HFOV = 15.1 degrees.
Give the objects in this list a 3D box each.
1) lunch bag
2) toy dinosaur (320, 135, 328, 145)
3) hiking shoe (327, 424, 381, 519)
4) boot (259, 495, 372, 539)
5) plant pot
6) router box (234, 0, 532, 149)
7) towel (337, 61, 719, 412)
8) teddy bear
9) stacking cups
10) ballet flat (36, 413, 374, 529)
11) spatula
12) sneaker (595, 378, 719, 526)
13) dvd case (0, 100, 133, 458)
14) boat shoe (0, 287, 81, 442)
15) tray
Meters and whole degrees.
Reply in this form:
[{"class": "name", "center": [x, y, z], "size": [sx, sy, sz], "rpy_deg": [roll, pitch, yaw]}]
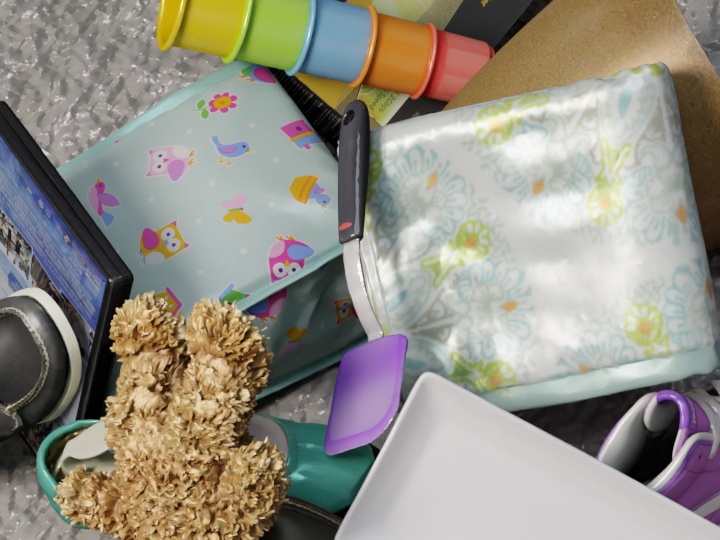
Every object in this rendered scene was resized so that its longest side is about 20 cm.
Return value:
[{"class": "lunch bag", "center": [-0.100, -0.004, 1.600], "size": [0.200, 0.122, 0.170], "rpy_deg": [-30, 59, -15]}, {"class": "toy dinosaur", "center": [-0.046, -0.155, 1.730], "size": [0.106, 0.060, 0.200], "rpy_deg": [-51, 61, 12]}, {"class": "hiking shoe", "center": [0.042, 0.172, 1.484], "size": [0.074, 0.087, 0.200], "rpy_deg": [-43, 61, -15]}, {"class": "boot", "center": [0.005, 0.205, 1.415], "size": [0.075, 0.097, 0.200], "rpy_deg": [-41, 91, 13]}, {"class": "plant pot", "center": [0.122, -0.062, 1.576], "size": [0.200, 0.186, 0.187], "rpy_deg": [-31, 58, 8]}, {"class": "router box", "center": [0.016, -0.180, 1.684], "size": [0.157, 0.052, 0.200], "rpy_deg": [40, 70, -4]}, {"class": "towel", "center": [0.091, -0.011, 1.489], "size": [0.199, 0.048, 0.172], "rpy_deg": [-11, 93, 25]}, {"class": "teddy bear", "center": [-0.097, 0.109, 1.413], "size": [0.145, 0.067, 0.201], "rpy_deg": [21, 101, 26]}, {"class": "stacking cups", "center": [-0.018, -0.142, 1.608], "size": [0.199, 0.061, 0.061], "rpy_deg": [9, 57, -17]}, {"class": "ballet flat", "center": [-0.093, 0.107, 1.483], "size": [0.199, 0.070, 0.068], "rpy_deg": [-6, 56, 25]}, {"class": "spatula", "center": [0.000, 0.000, 1.471], "size": [0.056, 0.021, 0.201], "rpy_deg": [-20, 66, 44]}, {"class": "sneaker", "center": [0.204, 0.085, 1.494], "size": [0.200, 0.114, 0.073], "rpy_deg": [-41, 60, -16]}, {"class": "dvd case", "center": [-0.185, 0.020, 1.544], "size": [0.018, 0.200, 0.143], "rpy_deg": [-22, 59, -31]}, {"class": "boat shoe", "center": [-0.219, 0.071, 1.537], "size": [0.068, 0.200, 0.072], "rpy_deg": [-31, 88, -39]}, {"class": "tray", "center": [0.096, 0.145, 1.434], "size": [0.200, 0.022, 0.108], "rpy_deg": [28, 91, 0]}]
